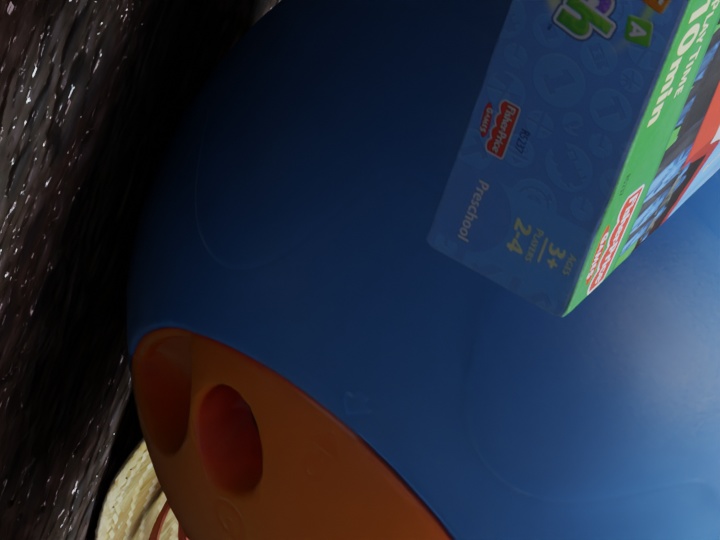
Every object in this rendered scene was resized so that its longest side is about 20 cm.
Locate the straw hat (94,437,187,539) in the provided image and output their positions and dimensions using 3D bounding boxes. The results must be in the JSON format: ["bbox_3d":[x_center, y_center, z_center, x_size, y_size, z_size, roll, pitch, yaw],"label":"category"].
[{"bbox_3d":[0.003,0.046,0.921,0.085,0.201,0.201,-119,-142,-47],"label":"straw hat"}]

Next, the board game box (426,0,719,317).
[{"bbox_3d":[0.093,-0.097,0.598,0.200,0.037,0.151,-41,156,-50],"label":"board game box"}]

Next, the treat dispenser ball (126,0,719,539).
[{"bbox_3d":[0.043,0.013,0.732,0.201,0.200,0.201,22,90,-84],"label":"treat dispenser ball"}]
